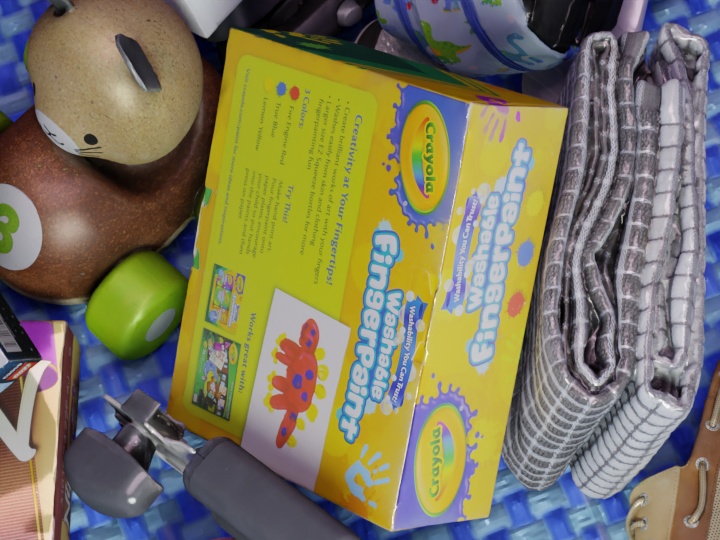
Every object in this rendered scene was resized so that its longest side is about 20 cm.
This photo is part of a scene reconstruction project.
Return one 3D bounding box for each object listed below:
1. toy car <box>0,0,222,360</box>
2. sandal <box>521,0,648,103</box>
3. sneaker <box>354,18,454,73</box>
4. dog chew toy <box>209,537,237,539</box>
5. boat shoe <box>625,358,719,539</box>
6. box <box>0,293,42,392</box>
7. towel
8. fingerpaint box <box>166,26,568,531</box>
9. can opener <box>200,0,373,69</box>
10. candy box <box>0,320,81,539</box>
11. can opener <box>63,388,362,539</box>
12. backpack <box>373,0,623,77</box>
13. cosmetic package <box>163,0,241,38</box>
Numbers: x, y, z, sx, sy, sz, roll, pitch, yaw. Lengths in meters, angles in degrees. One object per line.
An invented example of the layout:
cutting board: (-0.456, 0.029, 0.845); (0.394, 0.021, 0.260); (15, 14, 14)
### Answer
toy car: (-0.135, -0.081, 1.210); (0.164, 0.200, 0.158); (41, 73, 17)
sandal: (0.135, -0.163, 1.322); (0.079, 0.059, 0.209); (14, 88, 25)
sneaker: (0.032, -0.055, 1.257); (0.075, 0.088, 0.202); (-8, 65, 0)
dog chew toy: (-0.024, 0.200, 1.135); (0.200, 0.125, 0.125); (37, 72, 27)
boat shoe: (0.167, 0.129, 1.188); (0.073, 0.076, 0.201); (22, 61, 16)
box: (-0.260, 0.001, 1.161); (0.136, 0.038, 0.201); (-38, 79, 16)
towel: (0.115, -0.004, 1.187); (0.085, 0.166, 0.202); (6, 68, -3)
fingerpaint box: (0.000, 0.000, 1.154); (0.166, 0.073, 0.202); (20, 105, 43)
can opener: (-0.006, -0.169, 1.323); (0.200, 0.079, 0.063); (-39, 63, -24)
candy box: (-0.244, 0.087, 1.219); (0.198, 0.057, 0.118); (0, 69, 3)
can opener: (-0.069, 0.117, 1.137); (0.067, 0.053, 0.200); (-48, 43, -10)
backpack: (0.075, -0.201, 1.247); (0.153, 0.163, 0.202); (-19, 83, 29)
cosmetic package: (-0.104, -0.218, 1.306); (0.199, 0.052, 0.151); (26, 69, 41)
